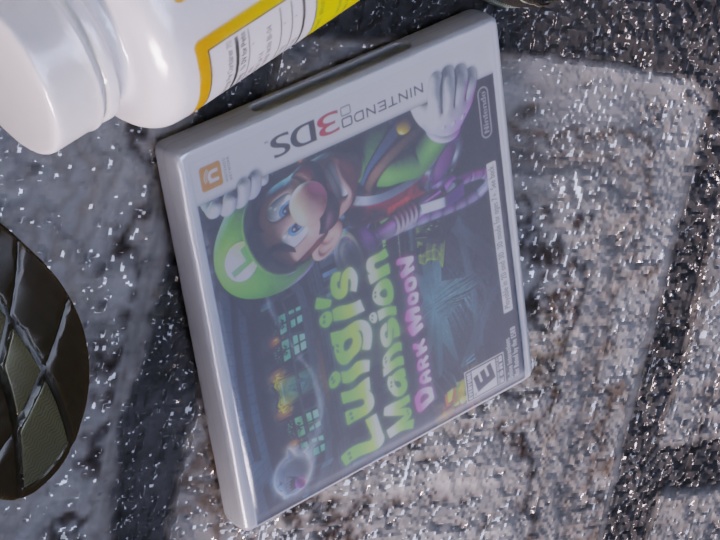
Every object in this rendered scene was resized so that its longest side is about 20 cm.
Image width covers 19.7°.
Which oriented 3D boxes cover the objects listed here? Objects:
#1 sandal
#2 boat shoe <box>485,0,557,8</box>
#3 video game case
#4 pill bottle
[{"bbox_3d":[-0.178,0.004,0.806,0.082,0.055,0.200,-50,118,-19],"label":"sandal"},{"bbox_3d":[0.053,-0.188,0.902,0.072,0.061,0.201,-45,131,-15],"label":"boat shoe"},{"bbox_3d":[0.000,0.000,0.967,0.182,0.023,0.200,-26,124,-29],"label":"video game case"},{"bbox_3d":[-0.061,-0.129,0.800,0.200,0.109,0.109,-36,128,-23],"label":"pill bottle"}]
